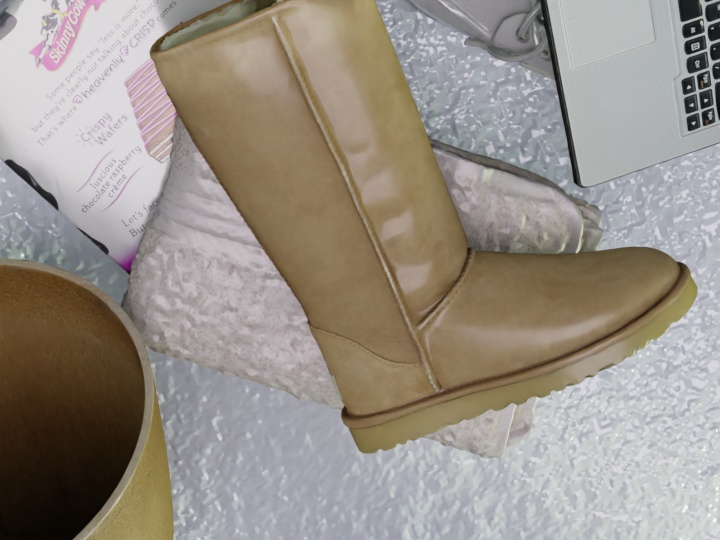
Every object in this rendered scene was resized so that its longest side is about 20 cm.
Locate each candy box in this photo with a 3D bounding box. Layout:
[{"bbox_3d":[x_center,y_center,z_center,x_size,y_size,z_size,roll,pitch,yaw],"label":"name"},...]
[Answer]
[{"bbox_3d":[-0.077,-0.068,1.094,0.136,0.061,0.200,-44,105,11],"label":"candy box"}]

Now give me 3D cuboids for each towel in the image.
[{"bbox_3d":[0.000,0.000,1.070,0.199,0.035,0.133,17,106,-9],"label":"towel"}]

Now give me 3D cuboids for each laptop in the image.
[{"bbox_3d":[0.185,-0.093,0.966,0.199,0.116,0.188,-19,137,-2],"label":"laptop"}]

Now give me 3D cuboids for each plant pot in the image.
[{"bbox_3d":[-0.158,0.128,1.096,0.185,0.187,0.201,-14,140,3],"label":"plant pot"}]

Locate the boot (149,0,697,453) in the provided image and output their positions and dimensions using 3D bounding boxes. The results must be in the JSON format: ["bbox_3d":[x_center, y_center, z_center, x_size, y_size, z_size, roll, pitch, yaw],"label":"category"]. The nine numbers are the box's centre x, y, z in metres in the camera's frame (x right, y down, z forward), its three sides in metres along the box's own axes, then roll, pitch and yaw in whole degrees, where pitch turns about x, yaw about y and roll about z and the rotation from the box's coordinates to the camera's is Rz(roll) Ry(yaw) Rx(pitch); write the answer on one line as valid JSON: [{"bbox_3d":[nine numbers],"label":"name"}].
[{"bbox_3d":[0.029,-0.038,1.009,0.174,0.066,0.201,-23,106,5],"label":"boot"}]

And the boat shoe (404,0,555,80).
[{"bbox_3d":[0.095,-0.113,1.070,0.201,0.086,0.075,27,106,-10],"label":"boat shoe"}]
